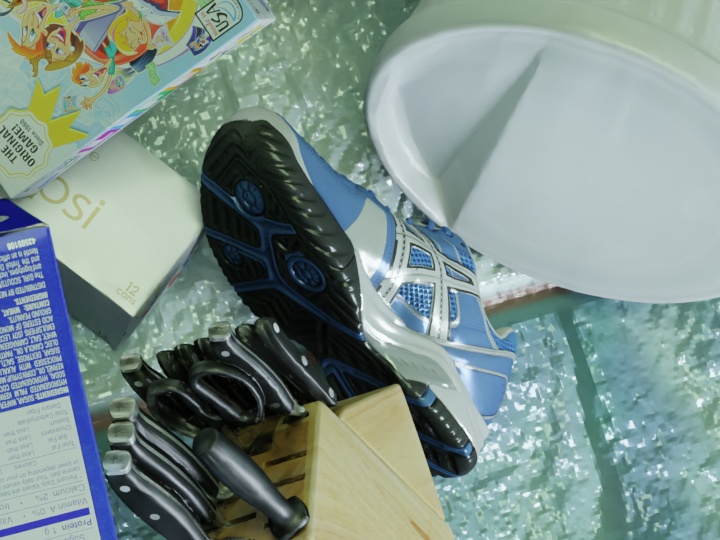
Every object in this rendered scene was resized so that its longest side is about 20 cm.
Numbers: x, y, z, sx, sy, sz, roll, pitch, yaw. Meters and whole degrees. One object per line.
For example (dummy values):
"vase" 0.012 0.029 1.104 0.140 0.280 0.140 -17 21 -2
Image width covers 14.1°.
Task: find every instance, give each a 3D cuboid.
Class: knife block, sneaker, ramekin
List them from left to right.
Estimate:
"knife block" -0.029 0.116 1.208 0.064 0.175 0.201 -18 92 28
"sneaker" 0.000 0.000 1.293 0.200 0.075 0.077 55 54 -29
"ramekin" 0.109 -0.080 1.299 0.201 0.203 0.095 24 60 -5

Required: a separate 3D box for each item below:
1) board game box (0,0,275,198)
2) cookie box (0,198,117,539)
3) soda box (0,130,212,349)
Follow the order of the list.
"board game box" -0.146 -0.151 1.233 0.134 0.034 0.201 -35 89 13
"cookie box" -0.146 0.080 1.179 0.075 0.171 0.201 -13 97 -11
"soda box" -0.164 -0.056 1.295 0.200 0.064 0.068 37 70 0
